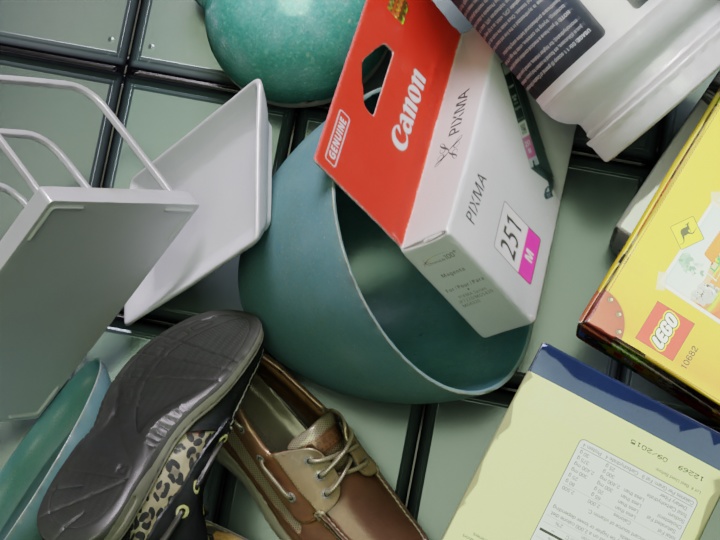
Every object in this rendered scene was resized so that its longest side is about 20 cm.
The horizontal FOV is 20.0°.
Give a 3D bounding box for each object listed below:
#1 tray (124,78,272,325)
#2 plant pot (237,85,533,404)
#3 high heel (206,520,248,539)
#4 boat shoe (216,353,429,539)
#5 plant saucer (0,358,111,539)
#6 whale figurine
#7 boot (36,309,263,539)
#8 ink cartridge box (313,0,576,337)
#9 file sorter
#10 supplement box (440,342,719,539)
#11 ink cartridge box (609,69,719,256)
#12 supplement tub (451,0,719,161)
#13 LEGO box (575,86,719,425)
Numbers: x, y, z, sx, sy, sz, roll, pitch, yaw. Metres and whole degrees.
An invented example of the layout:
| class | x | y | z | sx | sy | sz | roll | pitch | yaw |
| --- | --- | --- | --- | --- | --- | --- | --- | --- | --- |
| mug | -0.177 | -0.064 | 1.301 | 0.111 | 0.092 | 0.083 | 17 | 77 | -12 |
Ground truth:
| class | x | y | z | sx | sy | sz | roll | pitch | yaw |
| --- | --- | --- | --- | --- | --- | --- | --- | --- | --- |
| tray | -0.103 | -0.038 | 1.312 | 0.022 | 0.200 | 0.108 | 9 | 69 | -28 |
| plant pot | 0.000 | 0.000 | 1.308 | 0.134 | 0.199 | 0.202 | -22 | 78 | 36 |
| high heel | -0.088 | 0.224 | 1.316 | 0.199 | 0.071 | 0.143 | -28 | 74 | -13 |
| boat shoe | -0.032 | 0.126 | 1.302 | 0.200 | 0.072 | 0.076 | 40 | 52 | 10 |
| plant saucer | -0.211 | 0.146 | 1.286 | 0.027 | 0.200 | 0.201 | 34 | 85 | -11 |
| whale figurine | -0.047 | -0.213 | 1.370 | 0.157 | 0.104 | 0.202 | -6 | 81 | 3 |
| boot | -0.109 | 0.138 | 1.252 | 0.073 | 0.155 | 0.204 | 9 | 46 | 31 |
| ink cartridge box | 0.061 | -0.088 | 1.281 | 0.043 | 0.174 | 0.201 | -20 | 39 | 35 |
| file sorter | -0.231 | -0.014 | 1.293 | 0.200 | 0.138 | 0.125 | -50 | 65 | 24 |
| supplement box | 0.122 | 0.174 | 1.250 | 0.133 | 0.200 | 0.201 | 27 | 83 | 8 |
| ink cartridge box | 0.277 | -0.063 | 1.336 | 0.146 | 0.086 | 0.201 | 34 | 84 | 8 |
| supplement tub | 0.135 | -0.183 | 1.271 | 0.140 | 0.140 | 0.200 | -40 | 89 | -3 |
| LEGO box | 0.245 | -0.010 | 1.248 | 0.148 | 0.077 | 0.201 | 32 | 86 | 8 |
